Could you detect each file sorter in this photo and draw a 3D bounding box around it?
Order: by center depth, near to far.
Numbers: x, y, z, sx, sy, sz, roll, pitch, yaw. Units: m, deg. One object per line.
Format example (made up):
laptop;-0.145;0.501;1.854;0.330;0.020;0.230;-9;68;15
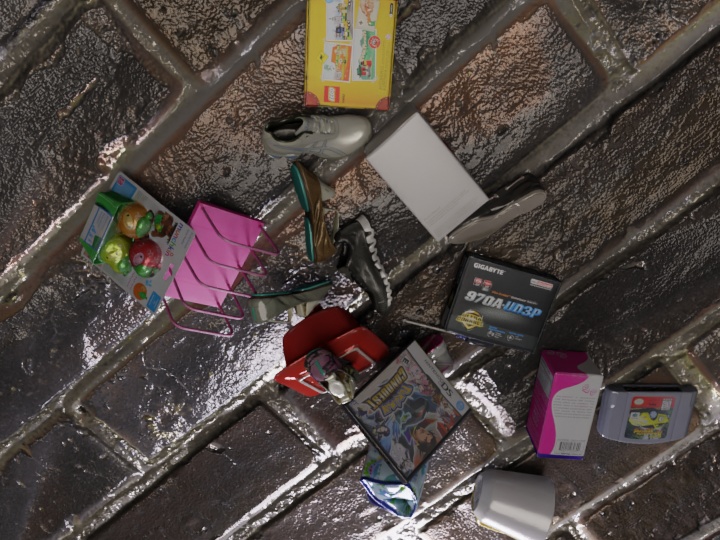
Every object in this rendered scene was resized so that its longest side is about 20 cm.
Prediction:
file sorter;-0.259;0.005;1.187;0.138;0.126;0.201;16;114;-40

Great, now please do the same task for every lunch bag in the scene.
lunch bag;0.083;0.389;1.322;0.126;0.171;0.201;1;143;23

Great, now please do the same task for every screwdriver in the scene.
screwdriver;0.180;0.126;1.323;0.198;0.029;0.028;13;111;-12

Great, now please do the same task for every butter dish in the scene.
butter dish;-0.070;0.136;1.269;0.199;0.149;0.200;-29;153;7

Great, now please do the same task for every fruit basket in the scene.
fruit basket;-0.409;-0.048;1.175;0.200;0.094;0.186;39;109;18

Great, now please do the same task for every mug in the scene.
mug;0.322;0.525;1.431;0.152;0.150;0.189;16;104;0

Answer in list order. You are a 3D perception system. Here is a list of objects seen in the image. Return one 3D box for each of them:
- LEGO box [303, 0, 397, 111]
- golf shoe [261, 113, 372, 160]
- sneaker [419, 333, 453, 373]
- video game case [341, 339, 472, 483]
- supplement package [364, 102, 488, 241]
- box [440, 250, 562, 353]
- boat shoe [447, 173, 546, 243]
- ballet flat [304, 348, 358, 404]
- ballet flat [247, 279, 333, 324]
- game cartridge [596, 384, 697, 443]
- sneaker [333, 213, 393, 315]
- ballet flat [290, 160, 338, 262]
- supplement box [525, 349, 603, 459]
LEGO box;-0.018;-0.378;1.096;0.147;0.077;0.202;3;112;-3
golf shoe;-0.075;-0.237;1.131;0.198;0.097;0.079;-10;82;0
sneaker;0.110;0.223;1.334;0.199;0.081;0.088;-37;107;13
video game case;0.092;0.261;1.227;0.200;0.025;0.181;-39;89;-28
supplement package;0.113;-0.176;1.156;0.120;0.121;0.200;-40;108;13
box;0.276;0.064;1.289;0.198;0.046;0.161;16;105;-8
boat shoe;0.250;-0.115;1.227;0.199;0.057;0.067;-27;146;13
ballet flat;-0.043;0.197;1.161;0.069;0.072;0.200;-30;153;3
ballet flat;-0.127;0.062;1.220;0.067;0.199;0.064;-6;93;43
game cartridge;0.619;0.311;1.409;0.197;0.041;0.135;0;115;-2
sneaker;0.000;0.000;1.241;0.090;0.066;0.202;-22;108;-16
ballet flat;-0.077;-0.112;1.212;0.072;0.068;0.202;-17;113;-17
supplement box;0.420;0.277;1.354;0.100;0.104;0.202;5;113;-3
